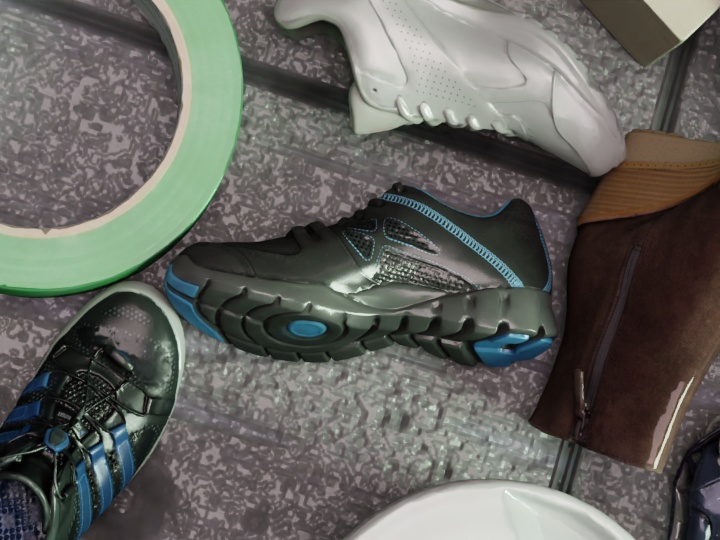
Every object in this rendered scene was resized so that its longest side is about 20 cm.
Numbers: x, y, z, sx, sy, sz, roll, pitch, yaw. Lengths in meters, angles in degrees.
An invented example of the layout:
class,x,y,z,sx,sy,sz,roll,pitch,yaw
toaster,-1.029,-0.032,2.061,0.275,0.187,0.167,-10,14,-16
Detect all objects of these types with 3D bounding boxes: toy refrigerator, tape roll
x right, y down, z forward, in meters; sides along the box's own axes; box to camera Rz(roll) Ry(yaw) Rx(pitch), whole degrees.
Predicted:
class,x,y,z,sx,sy,sz,roll,pitch,yaw
toy refrigerator,0.207,-0.198,1.128,0.200,0.076,0.070,-44,92,-10
tape roll,-0.158,-0.088,1.081,0.199,0.048,0.202,1,84,-8

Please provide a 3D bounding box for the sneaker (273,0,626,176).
class,x,y,z,sx,sy,sz,roll,pitch,yaw
sneaker,0.041,-0.098,1.104,0.199,0.078,0.100,36,88,6

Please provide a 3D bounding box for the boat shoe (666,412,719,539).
class,x,y,z,sx,sy,sz,roll,pitch,yaw
boat shoe,0.215,0.082,1.094,0.092,0.075,0.202,13,94,-3

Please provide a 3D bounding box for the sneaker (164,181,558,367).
class,x,y,z,sx,sy,sz,roll,pitch,yaw
sneaker,0.000,0.000,1.093,0.198,0.073,0.083,5,68,-13

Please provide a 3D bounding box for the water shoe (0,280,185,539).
class,x,y,z,sx,sy,sz,roll,pitch,yaw
water shoe,-0.146,0.096,1.050,0.071,0.079,0.201,31,81,-4

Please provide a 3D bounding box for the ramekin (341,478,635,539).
class,x,y,z,sx,sy,sz,roll,pitch,yaw
ramekin,0.056,0.202,1.061,0.200,0.094,0.204,1,84,-7

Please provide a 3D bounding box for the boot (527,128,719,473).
class,x,y,z,sx,sy,sz,roll,pitch,yaw
boot,0.173,0.020,1.053,0.072,0.199,0.168,21,84,-36
